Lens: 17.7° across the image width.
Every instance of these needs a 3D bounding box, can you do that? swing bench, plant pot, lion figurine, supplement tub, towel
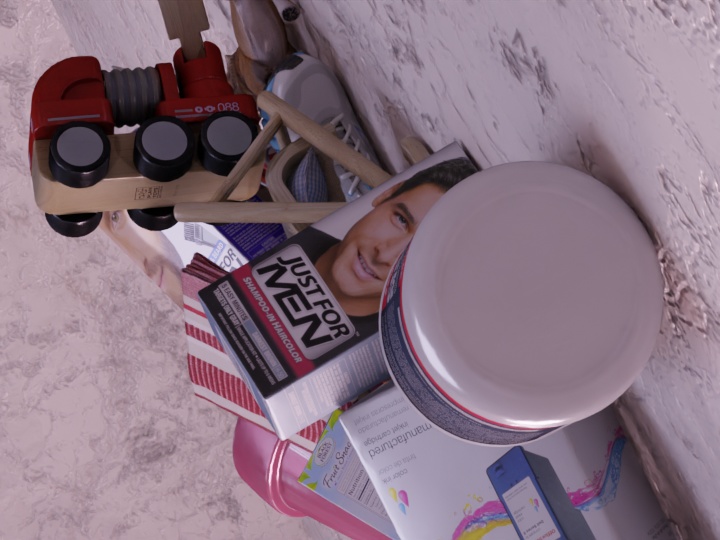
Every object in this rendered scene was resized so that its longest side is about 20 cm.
[{"bbox_3d":[0.000,0.000,1.686,0.199,0.130,0.200,17,146,29],"label":"swing bench"},{"bbox_3d":[0.017,0.157,2.027,0.179,0.200,0.201,36,160,30],"label":"plant pot"},{"bbox_3d":[-0.085,-0.198,1.846,0.123,0.072,0.201,-118,18,-51],"label":"lion figurine"},{"bbox_3d":[0.083,0.024,1.286,0.141,0.140,0.200,60,171,5],"label":"supplement tub"},{"bbox_3d":[-0.064,0.070,1.706,0.143,0.023,0.200,26,153,12],"label":"towel"}]

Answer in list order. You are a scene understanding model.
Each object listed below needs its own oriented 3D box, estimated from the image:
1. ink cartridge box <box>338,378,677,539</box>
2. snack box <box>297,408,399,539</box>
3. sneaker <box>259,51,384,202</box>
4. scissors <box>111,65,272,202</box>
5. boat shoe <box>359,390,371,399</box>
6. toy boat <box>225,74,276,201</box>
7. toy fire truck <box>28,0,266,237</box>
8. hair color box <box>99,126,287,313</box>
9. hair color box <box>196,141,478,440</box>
[{"bbox_3d":[0.100,0.144,1.483,0.201,0.145,0.087,63,-152,-1],"label":"ink cartridge box"},{"bbox_3d":[0.077,0.184,1.684,0.199,0.068,0.168,27,179,29],"label":"snack box"},{"bbox_3d":[-0.009,-0.081,1.788,0.086,0.075,0.201,23,146,47],"label":"sneaker"},{"bbox_3d":[-0.124,-0.100,1.855,0.199,0.074,0.014,22,-168,13],"label":"scissors"},{"bbox_3d":[0.002,0.163,1.893,0.200,0.074,0.076,50,152,18],"label":"boat shoe"},{"bbox_3d":[-0.095,-0.105,1.986,0.200,0.130,0.132,-149,39,-73],"label":"toy boat"},{"bbox_3d":[-0.171,-0.148,1.778,0.129,0.174,0.201,106,155,-58],"label":"toy fire truck"},{"bbox_3d":[-0.123,-0.022,1.889,0.200,0.065,0.110,45,138,11],"label":"hair color box"},{"bbox_3d":[0.006,0.012,1.498,0.099,0.199,0.061,55,171,33],"label":"hair color box"}]
